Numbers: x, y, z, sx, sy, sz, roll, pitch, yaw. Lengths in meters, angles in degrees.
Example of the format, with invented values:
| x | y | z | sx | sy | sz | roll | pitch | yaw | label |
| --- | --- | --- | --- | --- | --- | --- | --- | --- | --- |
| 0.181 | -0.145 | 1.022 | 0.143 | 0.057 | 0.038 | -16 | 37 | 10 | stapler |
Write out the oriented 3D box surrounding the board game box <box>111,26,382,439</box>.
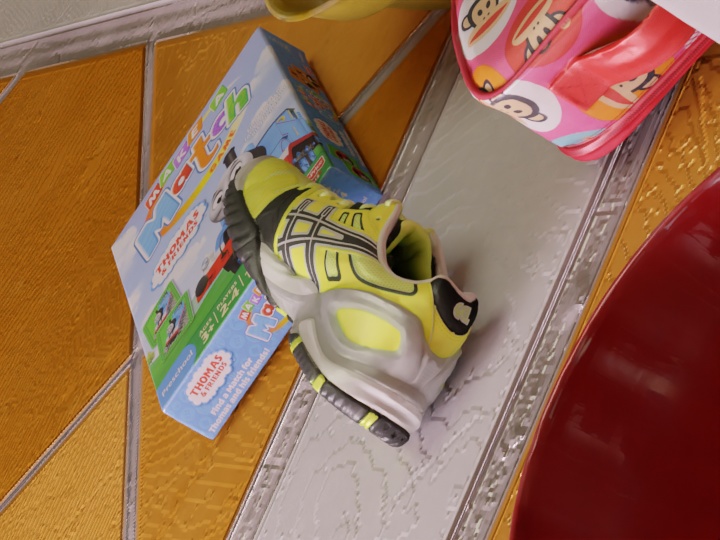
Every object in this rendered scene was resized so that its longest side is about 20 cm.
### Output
| x | y | z | sx | sy | sz | roll | pitch | yaw | label |
| --- | --- | --- | --- | --- | --- | --- | --- | --- | --- |
| -0.063 | -0.024 | 1.456 | 0.151 | 0.037 | 0.200 | -55 | 23 | 13 | board game box |

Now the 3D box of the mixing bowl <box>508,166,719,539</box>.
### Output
| x | y | z | sx | sy | sz | roll | pitch | yaw | label |
| --- | --- | --- | --- | --- | --- | --- | --- | --- | --- |
| 0.146 | 0.064 | 0.836 | 0.200 | 0.108 | 0.200 | -46 | 27 | 32 | mixing bowl |

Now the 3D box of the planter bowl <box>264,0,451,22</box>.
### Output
| x | y | z | sx | sy | sz | roll | pitch | yaw | label |
| --- | --- | --- | --- | --- | --- | --- | --- | --- | --- |
| 0.043 | -0.189 | 1.369 | 0.200 | 0.083 | 0.201 | -45 | 28 | 33 | planter bowl |

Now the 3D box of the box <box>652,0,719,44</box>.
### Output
| x | y | z | sx | sy | sz | roll | pitch | yaw | label |
| --- | --- | --- | --- | --- | --- | --- | --- | --- | --- |
| 0.219 | -0.157 | 0.857 | 0.200 | 0.171 | 0.199 | -28 | 39 | 52 | box |

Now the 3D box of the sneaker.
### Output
| x | y | z | sx | sy | sz | roll | pitch | yaw | label |
| --- | --- | --- | --- | --- | --- | --- | --- | --- | --- |
| 0.000 | 0.000 | 1.267 | 0.076 | 0.075 | 0.200 | -47 | 37 | 10 | sneaker |

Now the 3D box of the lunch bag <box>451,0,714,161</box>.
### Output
| x | y | z | sx | sy | sz | roll | pitch | yaw | label |
| --- | --- | --- | --- | --- | --- | --- | --- | --- | --- |
| 0.120 | -0.148 | 1.166 | 0.200 | 0.082 | 0.176 | -47 | 27 | 28 | lunch bag |
